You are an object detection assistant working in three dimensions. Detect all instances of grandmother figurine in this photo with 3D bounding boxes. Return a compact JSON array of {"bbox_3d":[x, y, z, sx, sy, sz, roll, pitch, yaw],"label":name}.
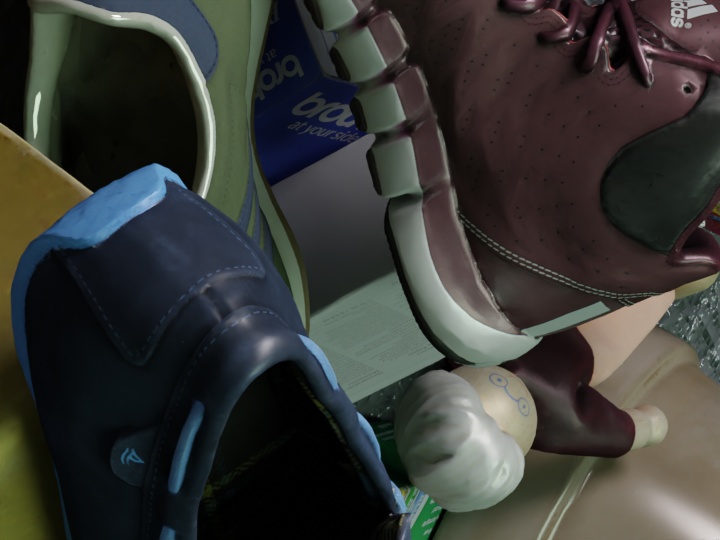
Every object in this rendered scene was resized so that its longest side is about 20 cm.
[{"bbox_3d":[0.065,0.024,1.001,0.200,0.121,0.061,-49,169,-54],"label":"grandmother figurine"}]

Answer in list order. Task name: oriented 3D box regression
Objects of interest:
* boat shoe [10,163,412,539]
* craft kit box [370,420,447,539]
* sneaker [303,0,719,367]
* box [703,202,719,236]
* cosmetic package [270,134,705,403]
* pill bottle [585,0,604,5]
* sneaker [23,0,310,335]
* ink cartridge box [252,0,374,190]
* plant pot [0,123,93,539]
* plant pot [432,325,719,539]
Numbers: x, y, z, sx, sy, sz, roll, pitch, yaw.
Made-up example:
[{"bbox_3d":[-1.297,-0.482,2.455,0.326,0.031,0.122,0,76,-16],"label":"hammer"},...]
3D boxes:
[{"bbox_3d":[-0.026,0.066,0.587,0.084,0.069,0.200,-41,144,-11],"label":"boat shoe"},{"bbox_3d":[-0.039,0.156,0.967,0.198,0.048,0.200,-63,167,8],"label":"craft kit box"},{"bbox_3d":[0.048,-0.079,0.727,0.076,0.115,0.201,-60,133,-65],"label":"sneaker"},{"bbox_3d":[0.190,-0.110,1.088,0.200,0.100,0.096,-49,146,-20],"label":"box"},{"bbox_3d":[0.000,0.000,0.847,0.200,0.051,0.082,-27,154,21],"label":"cosmetic package"},{"bbox_3d":[0.119,-0.123,0.882,0.111,0.200,0.111,-36,141,-36],"label":"pill bottle"},{"bbox_3d":[-0.061,-0.014,0.740,0.090,0.067,0.201,-53,149,-53],"label":"sneaker"},{"bbox_3d":[0.000,-0.046,0.874,0.094,0.044,0.200,-29,161,27],"label":"ink cartridge box"},{"bbox_3d":[-0.144,0.072,0.681,0.200,0.194,0.196,-45,145,-13],"label":"plant pot"},{"bbox_3d":[0.134,0.138,1.097,0.200,0.173,0.200,-53,159,-31],"label":"plant pot"}]
